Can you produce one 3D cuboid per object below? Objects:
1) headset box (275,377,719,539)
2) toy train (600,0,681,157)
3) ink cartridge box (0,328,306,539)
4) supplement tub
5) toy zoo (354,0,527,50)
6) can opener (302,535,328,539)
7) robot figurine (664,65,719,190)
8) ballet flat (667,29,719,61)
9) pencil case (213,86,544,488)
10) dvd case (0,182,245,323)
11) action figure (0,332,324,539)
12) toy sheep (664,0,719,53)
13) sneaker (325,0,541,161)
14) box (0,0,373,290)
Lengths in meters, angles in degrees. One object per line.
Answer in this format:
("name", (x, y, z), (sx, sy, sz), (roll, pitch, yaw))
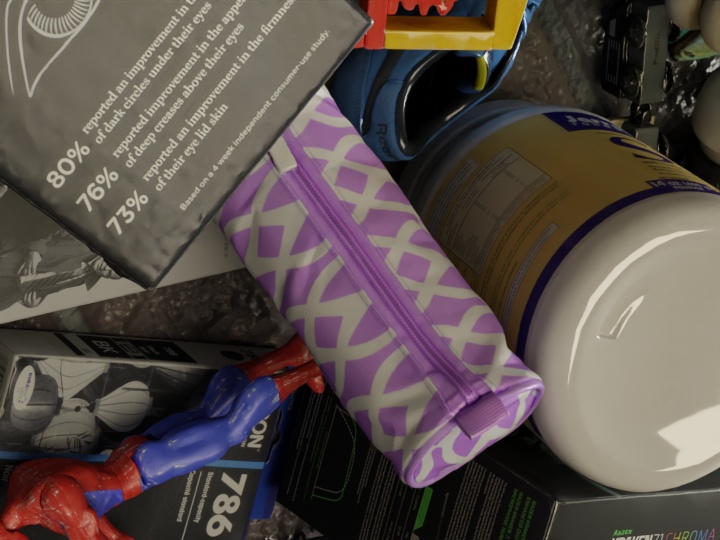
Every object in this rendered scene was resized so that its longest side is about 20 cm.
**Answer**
("headset box", (0.089, 0.115, 1.148), (0.173, 0.200, 0.093), (1, 111, -43))
("toy train", (0.141, -0.052, 1.219), (0.034, 0.046, 0.202), (-10, 115, -29))
("ink cartridge box", (-0.102, 0.085, 1.109), (0.199, 0.039, 0.100), (4, 108, -38))
("supplement tub", (0.108, 0.004, 1.105), (0.144, 0.200, 0.146), (-9, 115, -21))
("toy zoo", (0.007, -0.162, 0.997), (0.198, 0.020, 0.132), (0, 118, -12))
("can opener", (-0.076, 0.204, 1.183), (0.199, 0.067, 0.054), (-26, 126, -8))
("robot figurine", (0.237, -0.026, 1.248), (0.149, 0.125, 0.201), (-15, 120, -31))
("ballet flat", (0.250, -0.172, 1.218), (0.200, 0.074, 0.074), (-48, 131, -6))
("pencil case", (0.000, 0.000, 1.011), (0.084, 0.200, 0.086), (-32, 164, -19))
("dvd case", (-0.109, -0.060, 1.044), (0.199, 0.025, 0.151), (-13, 118, -32))
("action figure", (-0.087, 0.110, 1.058), (0.199, 0.065, 0.100), (-22, 105, -26))
("toy sheep", (0.196, -0.175, 1.119), (0.138, 0.200, 0.138), (-40, 160, -18))
("sneaker", (0.066, -0.130, 1.105), (0.200, 0.078, 0.066), (-48, 129, -10))
("box", (-0.121, -0.116, 0.911), (0.200, 0.104, 0.148), (40, 94, -23))
